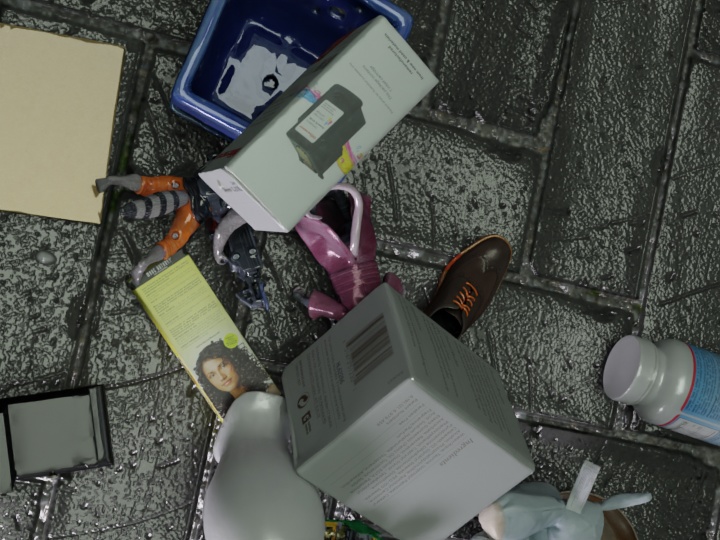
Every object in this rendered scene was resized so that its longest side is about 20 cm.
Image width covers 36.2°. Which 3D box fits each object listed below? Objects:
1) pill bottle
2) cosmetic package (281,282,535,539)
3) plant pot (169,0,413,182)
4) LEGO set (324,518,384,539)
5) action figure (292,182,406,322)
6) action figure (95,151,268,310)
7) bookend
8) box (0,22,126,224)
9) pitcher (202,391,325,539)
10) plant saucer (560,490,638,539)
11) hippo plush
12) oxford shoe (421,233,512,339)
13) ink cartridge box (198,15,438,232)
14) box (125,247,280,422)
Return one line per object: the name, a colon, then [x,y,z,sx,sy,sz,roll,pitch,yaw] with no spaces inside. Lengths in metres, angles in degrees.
pill bottle: [0.407,0.148,1.358,0.200,0.109,0.109,20,85,-15]
cosmetic package: [0.047,0.159,1.176,0.166,0.167,0.200,-42,120,17]
plant pot: [-0.087,-0.216,1.183,0.200,0.180,0.200,26,83,-15]
LEGO set: [-0.029,0.347,1.205,0.154,0.200,0.116,10,89,-36]
action figure: [0.000,0.000,1.227,0.134,0.149,0.200,-18,89,-19]
action figure: [-0.157,-0.051,1.166,0.193,0.105,0.200,-20,68,-21]
bookend: [-0.347,0.178,1.099,0.200,0.199,0.092,-7,90,-16]
box: [-0.349,-0.158,1.190,0.163,0.021,0.200,8,88,-16]
pitcher: [-0.115,0.252,1.148,0.121,0.200,0.172,18,119,-24]
plant saucer: [0.251,0.369,1.355,0.200,0.032,0.201,0,89,-16]
hippo plush: [0.186,0.285,1.240,0.159,0.161,0.200,29,89,-12]
oxford shoe: [0.119,0.040,1.296,0.071,0.073,0.200,40,80,-12]
ink cartridge box: [-0.043,-0.131,1.027,0.200,0.146,0.083,-46,105,-10]
box: [-0.174,0.075,1.225,0.075,0.050,0.200,-36,98,-13]
